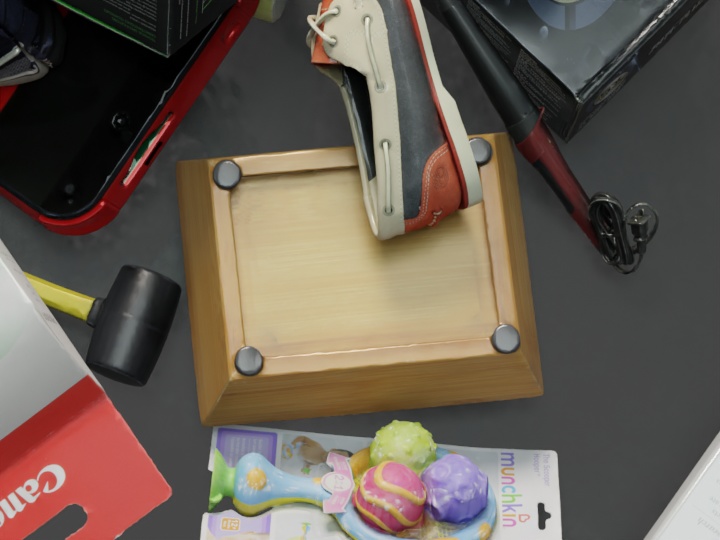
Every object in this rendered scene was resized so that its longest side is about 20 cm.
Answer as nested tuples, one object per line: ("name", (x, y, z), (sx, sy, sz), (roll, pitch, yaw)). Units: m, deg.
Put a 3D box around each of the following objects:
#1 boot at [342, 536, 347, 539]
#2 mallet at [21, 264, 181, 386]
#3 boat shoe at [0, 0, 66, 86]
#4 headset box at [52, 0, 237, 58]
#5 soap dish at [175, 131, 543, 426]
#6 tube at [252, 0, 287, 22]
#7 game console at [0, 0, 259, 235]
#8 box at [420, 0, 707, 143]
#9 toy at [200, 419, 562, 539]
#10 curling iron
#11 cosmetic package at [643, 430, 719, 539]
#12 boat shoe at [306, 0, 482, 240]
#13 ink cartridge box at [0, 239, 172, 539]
("boot", (-0.048, 0.242, 1.368), (0.161, 0.073, 0.199), (-15, 71, -8))
("mallet", (-0.197, -0.004, 1.440), (0.199, 0.041, 0.066), (27, 78, 8))
("boat shoe", (-0.273, -0.129, 1.410), (0.199, 0.093, 0.075), (-14, 78, 11))
("headset box", (-0.113, -0.235, 1.377), (0.173, 0.093, 0.200), (28, 48, 20))
("soap dish", (0.000, 0.000, 1.423), (0.198, 0.081, 0.159), (-5, 77, -5))
("tube", (-0.135, -0.202, 1.485), (0.199, 0.052, 0.058), (18, 42, 5))
("game console", (-0.171, -0.140, 1.451), (0.176, 0.031, 0.201), (35, 90, 16))
("box", (0.110, -0.208, 1.475), (0.164, 0.086, 0.200), (-44, 82, -10))
("toy", (0.013, 0.117, 1.384), (0.198, 0.047, 0.116), (2, 37, 1))
("curling iron", (0.106, -0.083, 1.442), (0.200, 0.049, 0.026), (53, 45, -7))
("cosmetic package", (0.218, 0.126, 1.394), (0.074, 0.102, 0.200), (34, 78, 7))
("boat shoe", (0.005, -0.117, 1.361), (0.062, 0.071, 0.201), (-21, 97, -10))
("ink cartridge box", (-0.226, 0.088, 1.393), (0.161, 0.050, 0.201), (-36, 79, 4))
